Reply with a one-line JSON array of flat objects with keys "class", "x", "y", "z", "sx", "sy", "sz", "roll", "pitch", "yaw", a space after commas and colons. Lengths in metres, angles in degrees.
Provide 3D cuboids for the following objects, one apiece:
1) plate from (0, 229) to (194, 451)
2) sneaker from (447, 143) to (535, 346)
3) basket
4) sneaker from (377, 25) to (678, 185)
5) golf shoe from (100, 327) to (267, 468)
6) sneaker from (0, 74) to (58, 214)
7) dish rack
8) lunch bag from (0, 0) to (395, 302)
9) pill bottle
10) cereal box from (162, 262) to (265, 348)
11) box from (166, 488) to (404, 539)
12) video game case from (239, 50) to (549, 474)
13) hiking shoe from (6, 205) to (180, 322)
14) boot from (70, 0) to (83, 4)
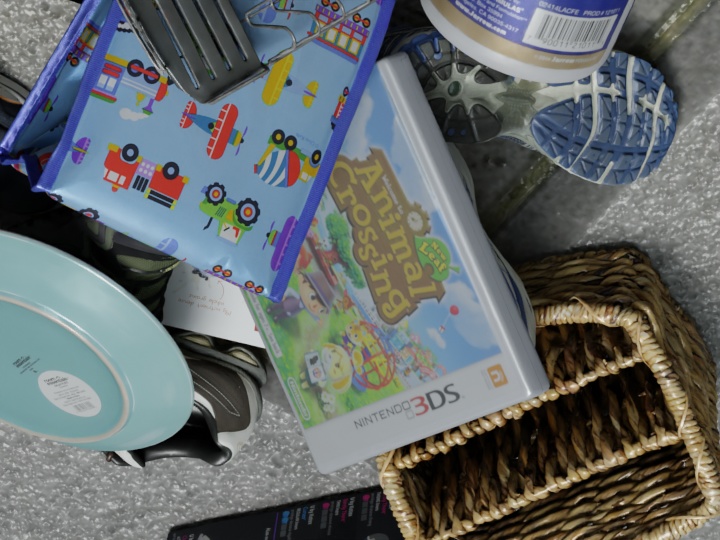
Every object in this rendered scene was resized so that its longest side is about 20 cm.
[{"class": "plate", "x": -0.192, "y": 0.049, "z": 1.664, "sx": 0.199, "sy": 0.026, "sz": 0.201, "roll": 16, "pitch": 144, "yaw": 13}, {"class": "sneaker", "x": 0.042, "y": -0.015, "z": 1.625, "sx": 0.075, "sy": 0.088, "sz": 0.200, "roll": -34, "pitch": 106, "yaw": 11}, {"class": "basket", "x": 0.106, "y": 0.092, "z": 1.723, "sx": 0.199, "sy": 0.149, "sz": 0.143, "roll": -24, "pitch": 120, "yaw": 21}, {"class": "sneaker", "x": 0.092, "y": -0.106, "z": 1.637, "sx": 0.199, "sy": 0.085, "sz": 0.078, "roll": 14, "pitch": 102, "yaw": -30}, {"class": "golf shoe", "x": -0.159, "y": 0.069, "z": 1.762, "sx": 0.199, "sy": 0.095, "sz": 0.078, "roll": 9, "pitch": 127, "yaw": 0}, {"class": "sneaker", "x": -0.248, "y": -0.091, "z": 1.667, "sx": 0.078, "sy": 0.080, "sz": 0.200, "roll": -32, "pitch": 119, "yaw": 23}, {"class": "dish rack", "x": -0.039, "y": -0.184, "z": 1.459, "sx": 0.199, "sy": 0.054, "sz": 0.154, "roll": -33, "pitch": 102, "yaw": -24}, {"class": "lunch bag", "x": -0.075, "y": -0.110, "z": 1.505, "sx": 0.150, "sy": 0.094, "sz": 0.201, "roll": 25, "pitch": 93, "yaw": -25}, {"class": "pill bottle", "x": 0.115, "y": -0.210, "z": 1.530, "sx": 0.115, "sy": 0.116, "sz": 0.201, "roll": 18, "pitch": 124, "yaw": -8}, {"class": "cereal box", "x": -0.063, "y": -0.045, "z": 1.705, "sx": 0.143, "sy": 0.040, "sz": 0.201, "roll": 13, "pitch": 125, "yaw": -3}, {"class": "box", "x": -0.021, "y": 0.226, "z": 1.853, "sx": 0.199, "sy": 0.106, "sz": 0.123, "roll": -13, "pitch": 124, "yaw": 12}, {"class": "video game case", "x": 0.000, "y": 0.000, "z": 1.601, "sx": 0.182, "sy": 0.022, "sz": 0.201, "roll": -23, "pitch": 90, "yaw": 45}, {"class": "hiking shoe", "x": -0.133, "y": 0.004, "z": 1.667, "sx": 0.199, "sy": 0.076, "sz": 0.101, "roll": -11, "pitch": 102, "yaw": 53}, {"class": "boot", "x": -0.133, "y": -0.144, "z": 1.556, "sx": 0.157, "sy": 0.079, "sz": 0.212, "roll": -4, "pitch": 116, "yaw": -17}]
